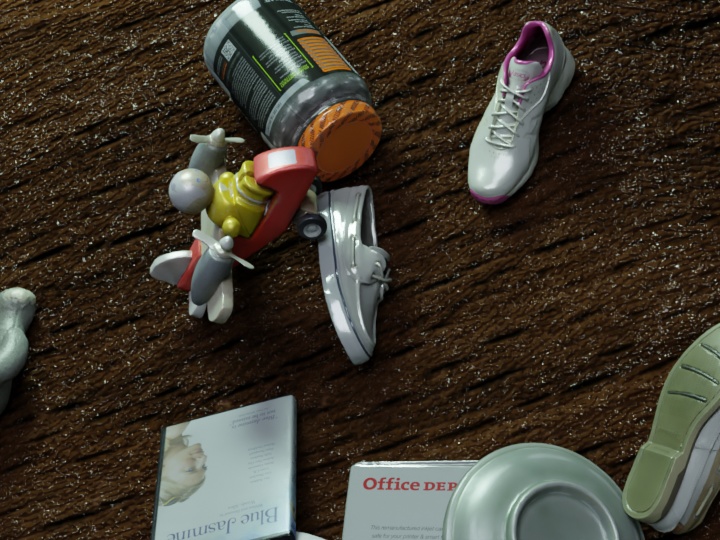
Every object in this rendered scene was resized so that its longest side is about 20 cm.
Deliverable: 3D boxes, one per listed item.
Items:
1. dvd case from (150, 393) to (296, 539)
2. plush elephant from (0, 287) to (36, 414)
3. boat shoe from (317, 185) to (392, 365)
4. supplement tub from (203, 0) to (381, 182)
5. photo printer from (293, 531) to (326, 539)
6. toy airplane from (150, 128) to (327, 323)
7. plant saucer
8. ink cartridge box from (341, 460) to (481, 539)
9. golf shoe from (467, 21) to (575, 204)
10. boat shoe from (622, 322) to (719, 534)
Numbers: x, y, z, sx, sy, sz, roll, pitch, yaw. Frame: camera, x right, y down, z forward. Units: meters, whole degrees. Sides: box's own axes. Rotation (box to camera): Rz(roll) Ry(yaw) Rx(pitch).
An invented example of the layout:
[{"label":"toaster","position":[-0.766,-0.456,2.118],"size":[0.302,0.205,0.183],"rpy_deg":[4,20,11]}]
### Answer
[{"label":"dvd case","position":[-0.130,0.204,1.683],"size":[0.142,0.018,0.200],"rpy_deg":[-15,35,9]},{"label":"plush elephant","position":[-0.432,0.095,1.795],"size":[0.164,0.155,0.201],"rpy_deg":[-13,60,10]},{"label":"boat shoe","position":[0.000,0.000,1.770],"size":[0.065,0.072,0.201],"rpy_deg":[-18,51,12]},{"label":"supplement tub","position":[-0.070,-0.193,1.857],"size":[0.122,0.123,0.200],"rpy_deg":[-36,59,-4]},{"label":"photo printer","position":[-0.098,0.337,1.610],"size":[0.166,0.069,0.201],"rpy_deg":[-6,61,26]},{"label":"toy airplane","position":[-0.146,-0.050,1.771],"size":[0.200,0.141,0.200],"rpy_deg":[13,71,53]},{"label":"plant saucer","position":[0.172,0.242,1.544],"size":[0.199,0.050,0.201],"rpy_deg":[8,63,-17]},{"label":"ink cartridge box","position":[0.058,0.280,1.595],"size":[0.144,0.085,0.201],"rpy_deg":[-1,64,16]},{"label":"golf shoe","position":[0.155,-0.166,1.795],"size":[0.075,0.092,0.201],"rpy_deg":[15,70,21]},{"label":"boat shoe","position":[0.308,0.142,1.581],"size":[0.201,0.068,0.075],"rpy_deg":[-62,31,2]}]
